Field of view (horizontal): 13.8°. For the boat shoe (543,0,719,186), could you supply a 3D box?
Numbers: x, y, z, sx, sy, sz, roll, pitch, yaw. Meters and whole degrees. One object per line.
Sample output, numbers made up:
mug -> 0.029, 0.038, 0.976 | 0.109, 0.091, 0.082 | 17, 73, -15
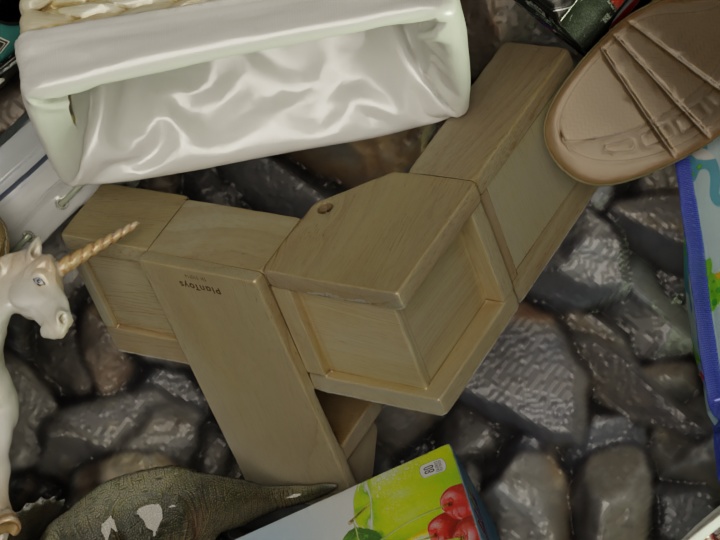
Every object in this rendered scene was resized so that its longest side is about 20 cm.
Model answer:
boat shoe -> 0.168, -0.108, 1.433 | 0.200, 0.065, 0.071 | -38, 89, -10

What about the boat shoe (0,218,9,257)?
boat shoe -> -0.212, 0.051, 1.484 | 0.200, 0.076, 0.072 | -60, 42, 25

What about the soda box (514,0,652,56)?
soda box -> 0.100, -0.148, 1.388 | 0.063, 0.200, 0.071 | 40, 95, 9

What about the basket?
basket -> -0.058, -0.130, 1.370 | 0.199, 0.136, 0.124 | -11, 71, 1

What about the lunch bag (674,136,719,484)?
lunch bag -> 0.237, -0.010, 1.422 | 0.169, 0.128, 0.201 | -8, 62, 6

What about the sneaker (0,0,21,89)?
sneaker -> -0.207, -0.103, 1.455 | 0.071, 0.080, 0.201 | 30, 79, -28

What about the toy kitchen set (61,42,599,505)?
toy kitchen set -> 0.000, 0.000, 1.479 | 0.199, 0.181, 0.164 | 10, 138, 34

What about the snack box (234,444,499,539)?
snack box -> -0.021, 0.189, 1.371 | 0.199, 0.169, 0.068 | -26, 125, 5

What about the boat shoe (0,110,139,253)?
boat shoe -> -0.140, -0.058, 1.490 | 0.200, 0.074, 0.067 | -38, 102, 15

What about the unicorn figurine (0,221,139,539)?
unicorn figurine -> -0.179, 0.079, 1.404 | 0.074, 0.138, 0.200 | 18, 132, -24

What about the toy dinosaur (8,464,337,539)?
toy dinosaur -> -0.110, 0.138, 1.465 | 0.199, 0.077, 0.102 | -20, 118, 25

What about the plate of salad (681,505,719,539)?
plate of salad -> 0.204, 0.135, 1.369 | 0.200, 0.200, 0.048 | -34, 64, 6
